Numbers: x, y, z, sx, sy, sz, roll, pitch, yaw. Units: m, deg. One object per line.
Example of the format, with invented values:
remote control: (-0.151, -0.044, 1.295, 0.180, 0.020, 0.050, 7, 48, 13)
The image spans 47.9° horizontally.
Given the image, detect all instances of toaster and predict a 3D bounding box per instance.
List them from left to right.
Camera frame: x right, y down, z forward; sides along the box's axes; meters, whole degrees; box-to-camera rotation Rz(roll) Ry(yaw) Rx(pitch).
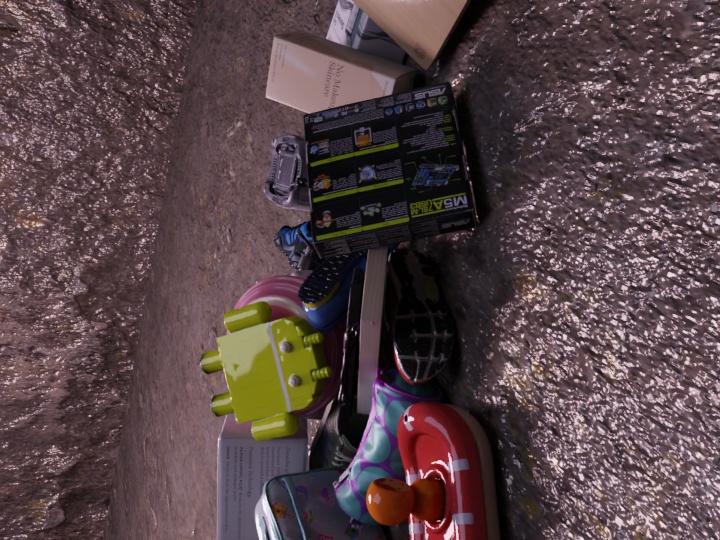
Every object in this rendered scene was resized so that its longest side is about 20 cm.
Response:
toaster: (-0.069, -0.150, 1.292, 0.199, 0.127, 0.116, -157, 75, -66)

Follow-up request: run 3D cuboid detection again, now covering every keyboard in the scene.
keyboard: (-0.011, 0.106, 1.020, 0.127, 0.020, 0.204, -77, -8, -68)

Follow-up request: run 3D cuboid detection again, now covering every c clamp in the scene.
c clamp: (-0.101, 0.053, 1.282, 0.027, 0.171, 0.204, 15, 82, 23)

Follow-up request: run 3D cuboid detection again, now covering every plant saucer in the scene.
plant saucer: (-0.111, 0.110, 1.143, 0.196, 0.051, 0.205, 1, 94, 23)

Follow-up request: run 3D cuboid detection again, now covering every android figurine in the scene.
android figurine: (-0.127, 0.136, 1.103, 0.197, 0.041, 0.186, -15, 87, 25)

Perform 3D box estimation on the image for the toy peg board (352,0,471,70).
toy peg board: (0.073, -0.400, 1.021, 0.098, 0.200, 0.199, -44, -4, -24)

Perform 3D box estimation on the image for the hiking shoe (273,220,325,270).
hiking shoe: (-0.092, -0.049, 1.413, 0.087, 0.074, 0.200, -53, 26, 3)

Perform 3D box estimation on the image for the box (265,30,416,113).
box: (-0.028, -0.264, 1.149, 0.197, 0.078, 0.097, 22, 119, 20)

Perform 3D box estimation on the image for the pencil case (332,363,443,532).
pencil case: (0.031, 0.217, 0.999, 0.085, 0.091, 0.203, -96, 23, -67)

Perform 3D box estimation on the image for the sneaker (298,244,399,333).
sneaker: (0.000, 0.000, 1.103, 0.200, 0.079, 0.065, -46, 41, -18)

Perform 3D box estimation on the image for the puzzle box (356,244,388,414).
puzzle box: (0.014, 0.072, 1.019, 0.202, 0.025, 0.135, 92, -178, -48)

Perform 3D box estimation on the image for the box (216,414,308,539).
box: (-0.145, 0.311, 1.232, 0.199, 0.128, 0.205, -114, 26, -79)

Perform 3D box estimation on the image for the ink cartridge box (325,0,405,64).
ink cartridge box: (0.025, -0.388, 1.206, 0.147, 0.082, 0.202, -113, 37, -49)

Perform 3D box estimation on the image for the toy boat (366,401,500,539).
toy boat: (0.066, 0.242, 0.863, 0.130, 0.128, 0.204, 139, 134, -55)

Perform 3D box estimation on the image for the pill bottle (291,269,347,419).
pill bottle: (-0.064, 0.111, 1.214, 0.119, 0.117, 0.204, -151, 70, -64)

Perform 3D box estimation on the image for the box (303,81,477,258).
box: (0.032, -0.125, 0.993, 0.048, 0.196, 0.197, 63, -162, -62)

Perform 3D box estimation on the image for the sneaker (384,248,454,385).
sneaker: (0.066, 0.066, 1.007, 0.202, 0.075, 0.086, -92, 13, -44)

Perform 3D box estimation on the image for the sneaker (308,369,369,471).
sneaker: (-0.024, 0.246, 1.142, 0.090, 0.066, 0.204, -152, 75, -70)

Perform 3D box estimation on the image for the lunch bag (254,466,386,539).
lunch bag: (-0.049, 0.355, 1.038, 0.078, 0.158, 0.202, -62, 39, 34)
